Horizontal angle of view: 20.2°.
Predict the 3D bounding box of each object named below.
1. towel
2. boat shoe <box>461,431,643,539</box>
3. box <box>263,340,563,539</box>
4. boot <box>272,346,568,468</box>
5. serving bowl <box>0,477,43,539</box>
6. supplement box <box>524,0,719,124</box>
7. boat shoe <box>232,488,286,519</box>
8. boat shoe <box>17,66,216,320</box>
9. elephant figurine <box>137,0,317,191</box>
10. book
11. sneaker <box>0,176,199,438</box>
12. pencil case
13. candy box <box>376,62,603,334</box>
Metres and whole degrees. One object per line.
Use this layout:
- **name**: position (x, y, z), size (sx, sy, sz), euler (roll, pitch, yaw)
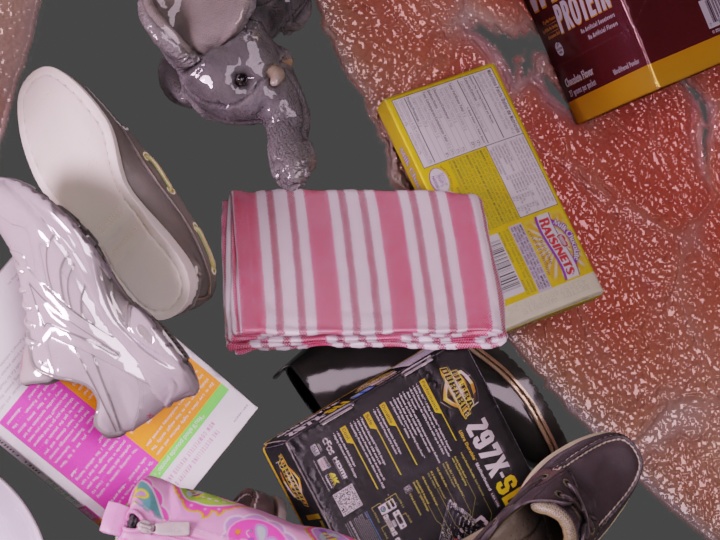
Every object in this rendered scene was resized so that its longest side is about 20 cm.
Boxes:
- **towel**: position (0.000, 0.000, 1.452), size (0.199, 0.030, 0.147), euler (0, 47, -6)
- **boat shoe**: position (0.130, 0.179, 1.392), size (0.200, 0.065, 0.073), euler (-39, 96, -26)
- **box**: position (0.046, 0.171, 1.418), size (0.159, 0.049, 0.201), euler (-30, 94, -27)
- **boot**: position (0.044, 0.102, 1.497), size (0.138, 0.077, 0.200), euler (-42, 87, -16)
- **serving bowl**: position (-0.307, 0.215, 1.332), size (0.199, 0.066, 0.201), euler (4, 82, -25)
- **supplement box**: position (0.237, -0.251, 1.587), size (0.197, 0.133, 0.201), euler (-24, 91, -23)
- **boat shoe**: position (-0.121, 0.234, 1.406), size (0.059, 0.072, 0.201), euler (35, 77, -17)
- **boat shoe**: position (-0.172, -0.056, 1.433), size (0.202, 0.072, 0.060), euler (57, 24, 8)
- **elephant figurine**: position (-0.095, -0.166, 1.436), size (0.141, 0.155, 0.201), euler (41, 59, -35)
- **book**: position (-0.191, 0.084, 1.414), size (0.200, 0.048, 0.134), euler (42, 71, -9)
- **sneaker**: position (-0.202, 0.029, 1.363), size (0.099, 0.078, 0.200), euler (-39, 84, -3)
- **pencil case**: position (-0.072, 0.199, 1.338), size (0.199, 0.087, 0.088), euler (17, 74, 12)
- **candy box**: position (0.098, -0.054, 1.539), size (0.102, 0.026, 0.201), euler (-19, 78, -26)
